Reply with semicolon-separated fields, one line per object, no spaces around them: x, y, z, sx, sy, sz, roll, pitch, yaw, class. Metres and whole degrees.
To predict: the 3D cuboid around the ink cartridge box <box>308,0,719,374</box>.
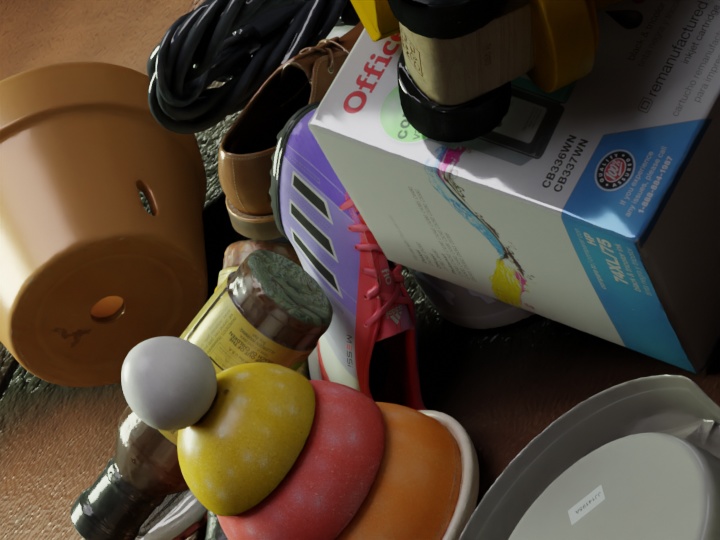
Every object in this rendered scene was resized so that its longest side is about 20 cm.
0.107;-0.068;1.491;0.199;0.146;0.147;20;70;29;ink cartridge box

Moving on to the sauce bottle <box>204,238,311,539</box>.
-0.063;0.084;1.672;0.066;0.066;0.201;-11;66;50;sauce bottle

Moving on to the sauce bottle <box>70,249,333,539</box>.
-0.094;0.077;1.616;0.200;0.065;0.065;-50;26;25;sauce bottle

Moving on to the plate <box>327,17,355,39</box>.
0.063;-0.197;1.801;0.199;0.032;0.200;-17;22;22;plate

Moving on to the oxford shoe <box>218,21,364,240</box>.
-0.011;-0.108;1.662;0.071;0.071;0.200;18;55;34;oxford shoe

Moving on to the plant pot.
-0.184;-0.018;1.910;0.200;0.200;0.140;-42;46;15;plant pot

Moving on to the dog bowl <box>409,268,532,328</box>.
0.094;-0.065;1.672;0.200;0.059;0.201;-36;31;26;dog bowl

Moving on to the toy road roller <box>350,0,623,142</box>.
0.059;-0.175;1.413;0.145;0.123;0.200;-25;60;-10;toy road roller

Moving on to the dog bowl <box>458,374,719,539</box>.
0.125;0.149;1.380;0.200;0.059;0.201;-35;32;26;dog bowl

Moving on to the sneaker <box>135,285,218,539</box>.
-0.103;0.092;1.737;0.200;0.082;0.078;-57;8;-15;sneaker

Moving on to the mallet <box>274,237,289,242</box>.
0.015;-0.052;1.804;0.200;0.041;0.066;-44;27;5;mallet

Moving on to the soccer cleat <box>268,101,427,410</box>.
0.000;0.000;1.620;0.068;0.201;0.073;-26;32;-29;soccer cleat

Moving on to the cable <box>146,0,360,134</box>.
-0.041;-0.146;1.645;0.200;0.051;0.163;-31;-5;-44;cable

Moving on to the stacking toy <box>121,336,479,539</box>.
-0.046;0.096;1.538;0.146;0.200;0.147;-34;34;27;stacking toy
